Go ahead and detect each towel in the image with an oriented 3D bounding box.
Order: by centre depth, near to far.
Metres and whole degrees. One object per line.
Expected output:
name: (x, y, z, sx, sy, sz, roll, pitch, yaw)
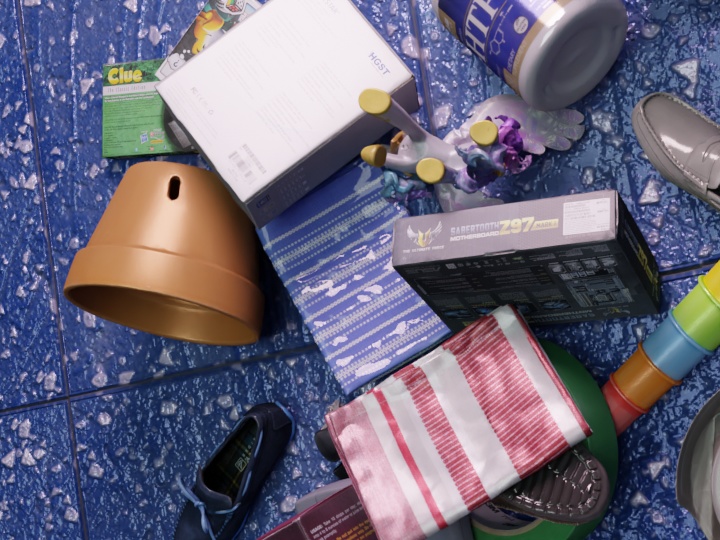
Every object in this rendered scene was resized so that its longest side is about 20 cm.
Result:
towel: (0.078, 0.132, 1.160, 0.199, 0.023, 0.145, -32, 57, 6)
towel: (0.000, 0.000, 1.325, 0.144, 0.024, 0.201, -30, 72, -1)

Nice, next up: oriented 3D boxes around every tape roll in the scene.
tape roll: (0.135, 0.160, 1.235, 0.199, 0.048, 0.203, 3, 94, 43)

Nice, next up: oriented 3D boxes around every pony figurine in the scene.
pony figurine: (0.092, -0.098, 1.236, 0.191, 0.200, 0.168, 17, 89, 12)

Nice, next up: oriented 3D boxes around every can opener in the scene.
can opener: (0.021, 0.135, 1.288, 0.078, 0.064, 0.200, 38, 136, -5)

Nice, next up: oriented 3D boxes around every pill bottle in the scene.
pill bottle: (0.133, -0.247, 1.234, 0.120, 0.119, 0.200, -52, 57, 17)

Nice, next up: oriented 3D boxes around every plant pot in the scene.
plant pot: (-0.184, -0.020, 1.374, 0.198, 0.200, 0.141, 2, 73, 29)

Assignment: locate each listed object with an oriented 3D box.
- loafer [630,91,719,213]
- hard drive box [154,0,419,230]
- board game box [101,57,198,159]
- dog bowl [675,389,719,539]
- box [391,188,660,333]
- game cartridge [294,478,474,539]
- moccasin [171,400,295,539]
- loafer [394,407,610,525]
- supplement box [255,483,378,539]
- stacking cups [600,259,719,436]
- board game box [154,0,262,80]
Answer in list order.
loafer: (0.309, -0.084, 1.155, 0.070, 0.070, 0.200, -40, 70, -14)
hard drive box: (-0.068, -0.165, 1.304, 0.199, 0.077, 0.156, -37, 72, -5)
board game box: (-0.193, -0.176, 1.470, 0.198, 0.023, 0.106, 0, 90, 28)
dog bowl: (0.363, 0.178, 1.129, 0.198, 0.059, 0.202, -2, 87, 28)
box: (0.146, -0.003, 1.189, 0.198, 0.158, 0.052, -6, 62, 24)
game cartridge: (0.022, 0.260, 1.287, 0.199, 0.041, 0.134, -9, 102, 43)
moccasin: (-0.145, 0.214, 1.400, 0.080, 0.068, 0.201, 34, 104, 25)
loafer: (0.126, 0.167, 1.179, 0.199, 0.071, 0.073, 18, 72, 31)
supplement box: (-0.012, 0.313, 1.252, 0.110, 0.085, 0.201, -37, 80, 43)
stacking cups: (0.275, 0.069, 1.183, 0.061, 0.060, 0.200, 47, 112, 22)
board game box: (-0.100, -0.187, 1.392, 0.200, 0.035, 0.127, 41, 99, 17)
